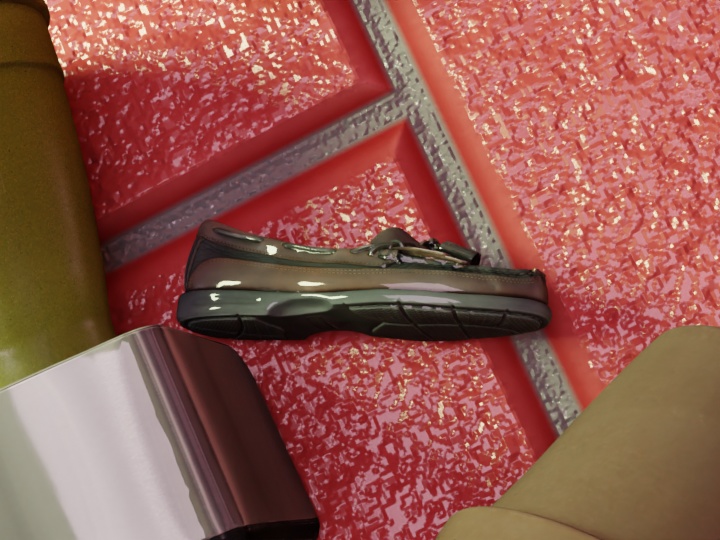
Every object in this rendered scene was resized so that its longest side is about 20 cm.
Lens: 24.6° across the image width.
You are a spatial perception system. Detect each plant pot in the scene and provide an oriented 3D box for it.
[{"bbox_3d":[0.148,0.127,0.745,0.199,0.201,0.175,29,69,16],"label":"plant pot"},{"bbox_3d":[-0.217,-0.011,0.850,0.199,0.200,0.195,-24,86,7],"label":"plant pot"}]

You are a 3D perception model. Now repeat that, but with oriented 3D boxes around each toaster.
[{"bbox_3d":[-0.133,0.120,0.790,0.179,0.200,0.120,-26,79,7],"label":"toaster"}]

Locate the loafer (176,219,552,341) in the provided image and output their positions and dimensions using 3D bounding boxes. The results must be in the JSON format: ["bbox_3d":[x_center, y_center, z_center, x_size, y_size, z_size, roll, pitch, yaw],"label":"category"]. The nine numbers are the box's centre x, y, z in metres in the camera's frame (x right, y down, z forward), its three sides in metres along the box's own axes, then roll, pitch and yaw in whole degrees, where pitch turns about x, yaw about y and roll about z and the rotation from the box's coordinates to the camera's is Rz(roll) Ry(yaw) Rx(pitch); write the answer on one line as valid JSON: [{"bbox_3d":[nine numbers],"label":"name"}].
[{"bbox_3d":[0.000,0.000,0.852,0.198,0.072,0.064,-1,73,14],"label":"loafer"}]
